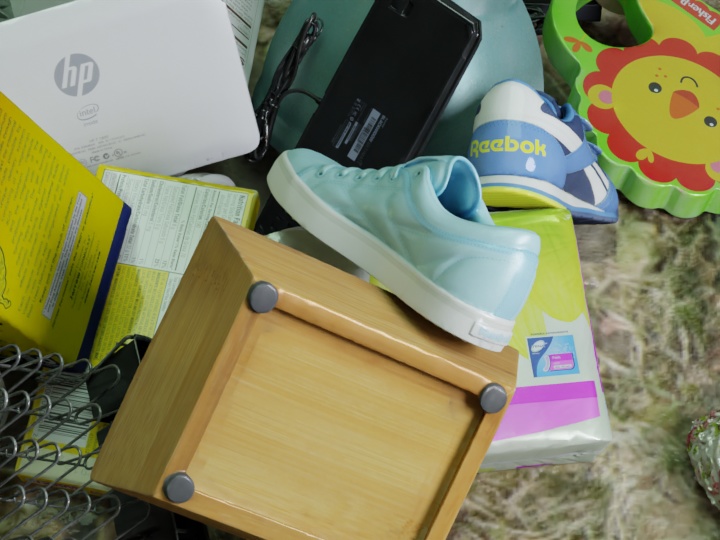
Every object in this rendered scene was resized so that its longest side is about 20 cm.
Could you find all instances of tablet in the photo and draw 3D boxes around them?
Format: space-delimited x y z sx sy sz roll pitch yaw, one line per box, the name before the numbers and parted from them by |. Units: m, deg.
tablet | -0.170 -0.104 1.389 0.200 0.130 0.014 -18 29 -7

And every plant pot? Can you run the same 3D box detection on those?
plant pot | 0.035 -0.152 1.505 0.200 0.134 0.200 9 30 -6

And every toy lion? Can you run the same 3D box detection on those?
toy lion | 0.208 -0.133 1.567 0.200 0.069 0.192 39 57 14

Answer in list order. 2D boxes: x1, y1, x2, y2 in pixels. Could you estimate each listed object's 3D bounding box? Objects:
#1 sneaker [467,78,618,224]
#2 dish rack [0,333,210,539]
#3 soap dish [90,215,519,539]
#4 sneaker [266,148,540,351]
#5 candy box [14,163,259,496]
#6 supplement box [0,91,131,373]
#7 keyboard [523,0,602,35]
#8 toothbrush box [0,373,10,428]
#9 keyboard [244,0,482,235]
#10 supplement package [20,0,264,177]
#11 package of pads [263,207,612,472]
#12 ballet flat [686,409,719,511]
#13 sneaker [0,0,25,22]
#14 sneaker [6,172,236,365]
sneaker | 0.119 -0.070 1.431 0.074 0.200 0.082 -3 84 17
dish rack | -0.173 0.105 1.215 0.200 0.054 0.154 14 54 -51
soap dish | -0.023 0.082 1.216 0.200 0.158 0.081 24 5 -22
sneaker | 0.030 -0.033 1.253 0.200 0.082 0.074 36 11 38
candy box | -0.131 0.038 1.343 0.102 0.026 0.200 11 71 6
supplement box | -0.230 -0.029 1.266 0.109 0.200 0.110 7 71 24
keyboard | 0.076 -0.186 1.664 0.199 0.040 0.104 0 20 -2
toothbrush box | -0.319 0.095 1.271 0.199 0.086 0.146 13 58 9
keyboard | -0.012 -0.099 1.426 0.127 0.200 0.021 37 18 23
supplement package | -0.149 -0.161 1.506 0.120 0.121 0.200 39 38 -28
package of pads | 0.038 0.043 1.337 0.199 0.068 0.155 -6 73 -10
ballet flat | 0.247 0.138 1.292 0.075 0.064 0.200 -12 44 -14
sneaker | -0.226 -0.170 1.603 0.088 0.074 0.200 16 38 -14
sneaker | -0.170 -0.016 1.429 0.200 0.075 0.081 -26 37 -21
